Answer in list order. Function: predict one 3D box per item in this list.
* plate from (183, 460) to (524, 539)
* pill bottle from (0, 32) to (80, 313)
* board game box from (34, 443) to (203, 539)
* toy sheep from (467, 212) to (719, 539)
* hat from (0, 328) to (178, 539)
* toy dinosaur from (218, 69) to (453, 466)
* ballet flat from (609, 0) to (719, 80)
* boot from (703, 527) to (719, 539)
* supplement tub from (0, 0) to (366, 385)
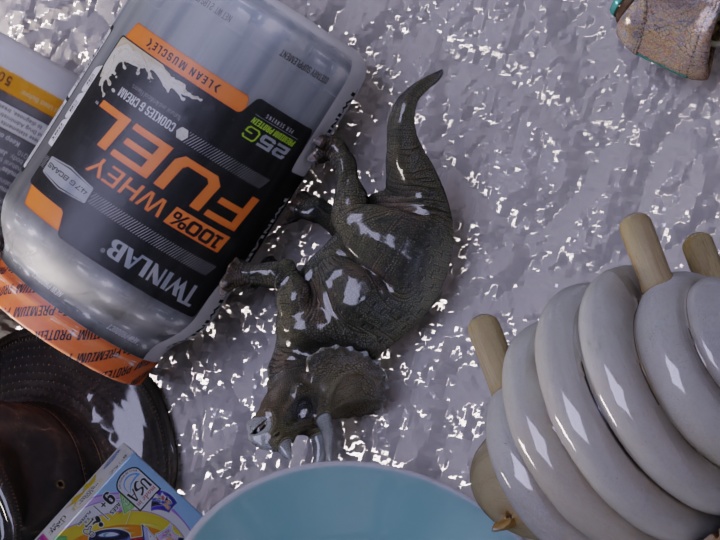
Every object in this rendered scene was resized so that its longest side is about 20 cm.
[{"bbox_3d":[0.005,0.176,1.126,0.201,0.200,0.026,62,150,28],"label":"plate"},{"bbox_3d":[-0.224,-0.031,1.327,0.116,0.116,0.200,29,90,32],"label":"pill bottle"},{"bbox_3d":[-0.128,0.200,1.178,0.200,0.134,0.034,-48,13,-7],"label":"board game box"},{"bbox_3d":[0.125,0.056,1.099,0.200,0.138,0.138,-37,59,34],"label":"toy sheep"},{"bbox_3d":[-0.190,0.119,1.282,0.200,0.081,0.201,-9,70,28],"label":"hat"},{"bbox_3d":[0.000,0.000,1.228,0.102,0.077,0.200,34,86,13],"label":"toy dinosaur"},{"bbox_3d":[0.201,-0.170,1.170,0.067,0.068,0.200,42,103,12],"label":"ballet flat"},{"bbox_3d":[0.222,0.137,1.055,0.199,0.075,0.108,-20,71,21],"label":"boot"},{"bbox_3d":[-0.096,-0.051,1.256,0.122,0.122,0.200,35,95,32],"label":"supplement tub"}]
